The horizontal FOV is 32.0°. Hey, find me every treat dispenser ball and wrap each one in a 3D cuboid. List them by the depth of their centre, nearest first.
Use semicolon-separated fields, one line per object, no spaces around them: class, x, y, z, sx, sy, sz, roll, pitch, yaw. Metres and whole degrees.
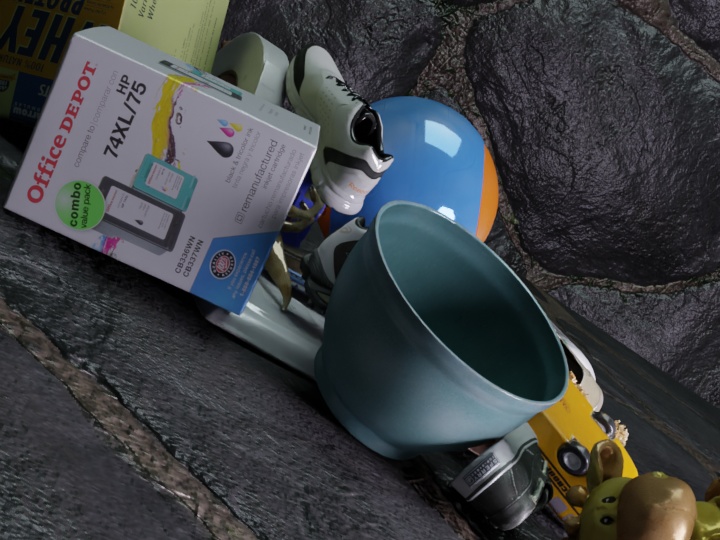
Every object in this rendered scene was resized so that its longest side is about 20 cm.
treat dispenser ball;0.048;-0.084;1.342;0.200;0.202;0.201;34;8;-6

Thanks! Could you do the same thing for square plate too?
square plate;-0.073;0.039;1.121;0.197;0.029;0.200;30;10;-26

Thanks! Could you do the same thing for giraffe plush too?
giraffe plush;0.238;0.204;0.944;0.161;0.201;0.173;28;34;-9

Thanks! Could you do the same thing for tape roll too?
tape roll;-0.147;-0.156;1.323;0.037;0.204;0.203;30;9;-29

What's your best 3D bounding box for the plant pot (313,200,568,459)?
plant pot;0.048;0.064;0.991;0.200;0.134;0.201;33;28;-20

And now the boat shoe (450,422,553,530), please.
boat shoe;0.119;0.172;1.013;0.064;0.071;0.200;50;11;10

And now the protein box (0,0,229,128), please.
protein box;-0.244;-0.220;1.213;0.134;0.200;0.200;15;2;17

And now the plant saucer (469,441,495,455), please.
plant saucer;0.073;0.109;1.219;0.200;0.035;0.200;40;6;-5

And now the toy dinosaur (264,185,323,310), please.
toy dinosaur;-0.087;-0.041;1.145;0.200;0.101;0.058;53;-21;26

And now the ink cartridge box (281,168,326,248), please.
ink cartridge box;-0.098;-0.077;1.291;0.076;0.137;0.200;29;10;-29

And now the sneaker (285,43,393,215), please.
sneaker;-0.015;-0.152;1.228;0.073;0.080;0.201;13;46;-40

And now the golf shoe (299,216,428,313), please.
golf shoe;0.046;0.009;1.103;0.199;0.095;0.078;14;37;-39

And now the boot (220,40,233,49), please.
boot;-0.123;-0.160;1.495;0.188;0.068;0.202;10;70;-73

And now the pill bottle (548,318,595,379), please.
pill bottle;0.194;0.106;1.491;0.113;0.114;0.200;32;10;-19

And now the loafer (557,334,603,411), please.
loafer;0.180;0.080;1.348;0.200;0.076;0.068;37;-19;25

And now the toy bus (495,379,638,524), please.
toy bus;0.164;0.135;1.130;0.200;0.078;0.065;50;43;3

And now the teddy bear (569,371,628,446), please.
teddy bear;0.192;0.135;1.238;0.144;0.067;0.200;1;-35;46

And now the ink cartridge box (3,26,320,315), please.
ink cartridge box;-0.151;-0.084;0.997;0.199;0.148;0.146;24;11;-6

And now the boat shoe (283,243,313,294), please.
boat shoe;0.000;0.000;1.196;0.199;0.073;0.072;20;7;-18
